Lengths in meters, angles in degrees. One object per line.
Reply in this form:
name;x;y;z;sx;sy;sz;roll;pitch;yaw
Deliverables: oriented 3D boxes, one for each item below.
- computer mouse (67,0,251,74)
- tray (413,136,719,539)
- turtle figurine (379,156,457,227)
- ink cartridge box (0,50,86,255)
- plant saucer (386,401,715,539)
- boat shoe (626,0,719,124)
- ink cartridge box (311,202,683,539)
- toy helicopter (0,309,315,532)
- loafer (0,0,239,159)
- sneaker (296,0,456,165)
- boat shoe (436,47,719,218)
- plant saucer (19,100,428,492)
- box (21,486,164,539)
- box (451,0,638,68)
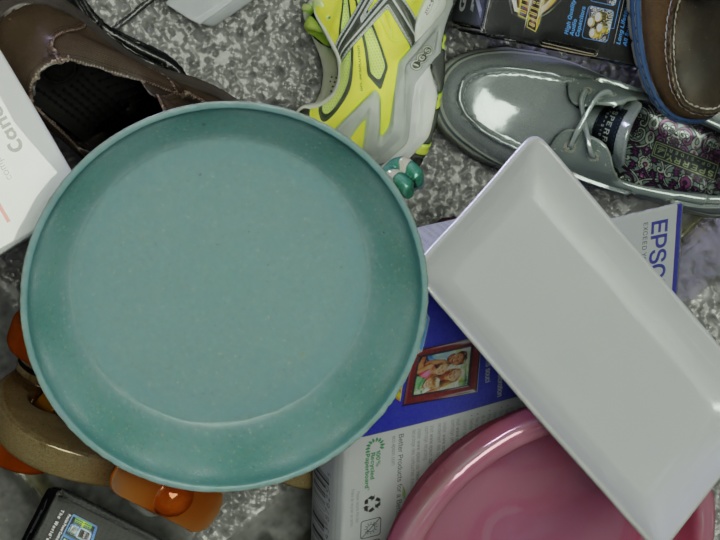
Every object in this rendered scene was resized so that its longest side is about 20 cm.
computer mouse;-0.081;-0.177;1.611;0.200;0.044;0.110;-43;96;-11
tray;0.117;0.038;1.518;0.200;0.022;0.107;49;66;-14
turtle figurine;0.000;0.000;1.591;0.200;0.101;0.150;9;113;-27
ink cartridge box;-0.200;-0.063;1.498;0.067;0.200;0.117;-32;95;-12
plant saucer;0.093;0.150;1.588;0.200;0.051;0.201;-13;123;-21
boat shoe;0.192;-0.175;1.586;0.072;0.072;0.200;1;99;-22
ink cartridge box;0.071;0.060;1.583;0.200;0.047;0.198;-13;122;-24
toy helicopter;-0.097;0.092;1.559;0.200;0.132;0.079;9;112;-29
loafer;-0.117;-0.070;1.554;0.200;0.071;0.073;29;109;-33
sneaker;0.012;-0.154;1.616;0.076;0.075;0.200;10;84;-13
boat shoe;0.138;-0.079;1.642;0.201;0.072;0.070;16;84;-12
plant saucer;-0.068;0.010;1.458;0.200;0.036;0.200;-2;108;-7
box;-0.138;0.238;1.577;0.160;0.044;0.200;29;82;-10
box;0.165;-0.210;1.634;0.198;0.050;0.200;9;95;-22
